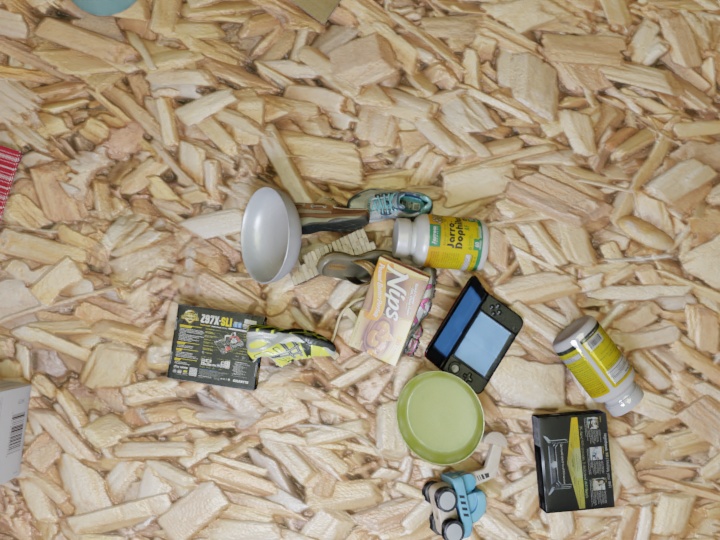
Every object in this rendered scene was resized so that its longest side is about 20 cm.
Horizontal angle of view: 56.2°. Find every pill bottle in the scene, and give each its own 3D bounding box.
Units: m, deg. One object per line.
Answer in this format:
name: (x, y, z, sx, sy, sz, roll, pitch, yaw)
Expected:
pill bottle: (0.170, -0.063, 1.461, 0.194, 0.113, 0.116, 6, 86, -7)
pill bottle: (0.517, 0.208, 1.459, 0.112, 0.112, 0.202, -37, 88, -4)

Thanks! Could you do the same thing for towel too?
towel: (-0.846, -0.185, 1.500, 0.141, 0.022, 0.205, 15, 84, 2)

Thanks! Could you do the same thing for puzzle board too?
puzzle board: (-0.121, -0.685, 1.556, 0.198, 0.017, 0.152, 35, 87, 2)

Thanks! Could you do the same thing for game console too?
game console: (0.249, 0.144, 1.455, 0.170, 0.119, 0.202, 34, 86, 1)

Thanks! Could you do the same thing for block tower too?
block tower: (-0.065, -0.031, 1.491, 0.196, 0.054, 0.059, -23, 87, -4)

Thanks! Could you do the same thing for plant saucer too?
plant saucer: (0.173, 0.315, 1.455, 0.195, 0.031, 0.206, 2, 96, 21)

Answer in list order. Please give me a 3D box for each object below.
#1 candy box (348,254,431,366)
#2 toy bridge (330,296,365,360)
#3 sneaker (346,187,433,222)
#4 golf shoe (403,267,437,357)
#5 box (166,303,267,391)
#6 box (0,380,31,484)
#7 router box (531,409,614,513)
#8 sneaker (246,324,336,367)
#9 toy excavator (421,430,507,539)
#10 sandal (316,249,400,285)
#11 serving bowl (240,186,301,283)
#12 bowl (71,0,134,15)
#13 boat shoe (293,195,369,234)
candy box: (0.062, 0.083, 1.424, 0.113, 0.055, 0.205, 22, 100, 8)
toy bridge: (-0.013, 0.109, 1.496, 0.200, 0.027, 0.067, -45, 86, -4)
sneaker: (0.067, -0.151, 1.487, 0.194, 0.086, 0.080, -2, 85, -2)
golf shoe: (0.110, 0.081, 1.479, 0.090, 0.073, 0.205, 20, 86, 2)
box: (-0.312, 0.168, 1.475, 0.194, 0.049, 0.164, 8, 83, -1)
box: (-0.787, 0.332, 1.375, 0.127, 0.200, 0.205, 6, 86, -1)
router box: (0.463, 0.415, 1.473, 0.153, 0.052, 0.206, -3, 86, -2)
sneaker: (-0.150, 0.166, 1.447, 0.194, 0.075, 0.079, 9, 93, -7)
toy excavator: (0.237, 0.463, 1.455, 0.195, 0.100, 0.200, -11, 85, -16)
sandal: (0.000, 0.000, 1.457, 0.195, 0.082, 0.055, 1, 40, -27)
serving bowl: (-0.182, -0.074, 1.446, 0.065, 0.198, 0.206, 0, 85, -40)
bowl: (-0.589, -0.689, 1.501, 0.195, 0.105, 0.207, 0, 86, 0)
boat shoe: (-0.077, -0.126, 1.473, 0.194, 0.076, 0.076, -2, 75, 16)
